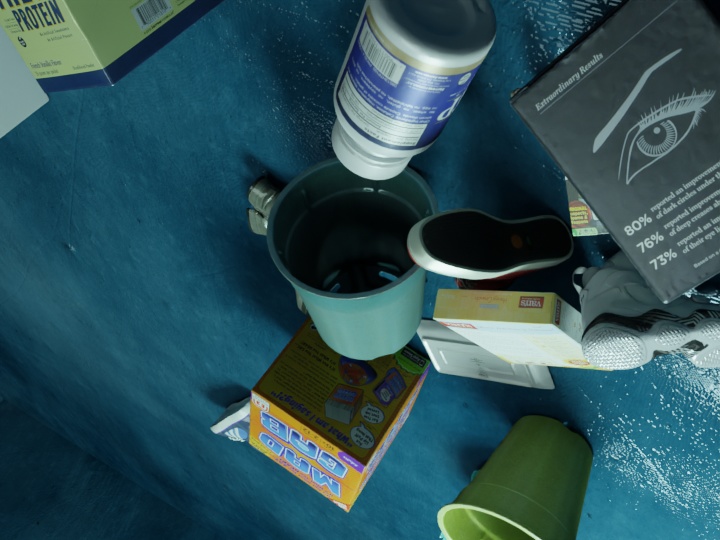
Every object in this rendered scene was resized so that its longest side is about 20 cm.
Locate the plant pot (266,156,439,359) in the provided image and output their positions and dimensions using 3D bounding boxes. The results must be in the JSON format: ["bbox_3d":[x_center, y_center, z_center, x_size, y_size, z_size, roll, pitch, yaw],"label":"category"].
[{"bbox_3d":[0.000,0.000,0.943,0.198,0.201,0.197,24,152,21],"label":"plant pot"}]

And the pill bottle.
[{"bbox_3d":[0.039,-0.182,0.740,0.119,0.120,0.200,36,147,3],"label":"pill bottle"}]

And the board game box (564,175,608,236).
[{"bbox_3d":[0.274,-0.087,0.652,0.197,0.023,0.106,-4,112,27],"label":"board game box"}]

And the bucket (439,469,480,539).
[{"bbox_3d":[0.243,0.425,1.251,0.205,0.135,0.209,24,143,19],"label":"bucket"}]

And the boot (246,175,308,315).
[{"bbox_3d":[-0.103,-0.039,1.108,0.130,0.068,0.202,28,138,23],"label":"boot"}]

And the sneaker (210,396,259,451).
[{"bbox_3d":[-0.238,0.361,1.683,0.147,0.081,0.199,48,140,-7],"label":"sneaker"}]

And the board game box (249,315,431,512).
[{"bbox_3d":[-0.038,0.210,1.202,0.198,0.200,0.201,31,146,12],"label":"board game box"}]

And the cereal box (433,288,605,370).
[{"bbox_3d":[0.192,0.069,0.877,0.142,0.040,0.199,1,160,37],"label":"cereal box"}]

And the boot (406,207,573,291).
[{"bbox_3d":[0.113,-0.006,0.833,0.144,0.197,0.073,-36,59,54],"label":"boot"}]

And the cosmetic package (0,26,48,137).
[{"bbox_3d":[-0.643,-0.303,1.205,0.198,0.167,0.169,16,141,31],"label":"cosmetic package"}]

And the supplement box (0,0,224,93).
[{"bbox_3d":[-0.281,-0.327,0.798,0.133,0.201,0.201,5,134,38],"label":"supplement box"}]

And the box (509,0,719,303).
[{"bbox_3d":[0.236,-0.105,0.583,0.147,0.104,0.201,-37,90,31],"label":"box"}]

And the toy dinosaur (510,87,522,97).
[{"bbox_3d":[0.229,-0.115,0.712,0.200,0.048,0.088,44,150,-16],"label":"toy dinosaur"}]

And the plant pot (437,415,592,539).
[{"bbox_3d":[0.237,0.313,1.075,0.198,0.191,0.201,25,145,19],"label":"plant pot"}]

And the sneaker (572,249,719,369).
[{"bbox_3d":[0.314,0.034,0.781,0.197,0.116,0.076,-4,140,-1],"label":"sneaker"}]

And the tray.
[{"bbox_3d":[0.165,0.121,1.068,0.198,0.022,0.108,4,134,41],"label":"tray"}]
